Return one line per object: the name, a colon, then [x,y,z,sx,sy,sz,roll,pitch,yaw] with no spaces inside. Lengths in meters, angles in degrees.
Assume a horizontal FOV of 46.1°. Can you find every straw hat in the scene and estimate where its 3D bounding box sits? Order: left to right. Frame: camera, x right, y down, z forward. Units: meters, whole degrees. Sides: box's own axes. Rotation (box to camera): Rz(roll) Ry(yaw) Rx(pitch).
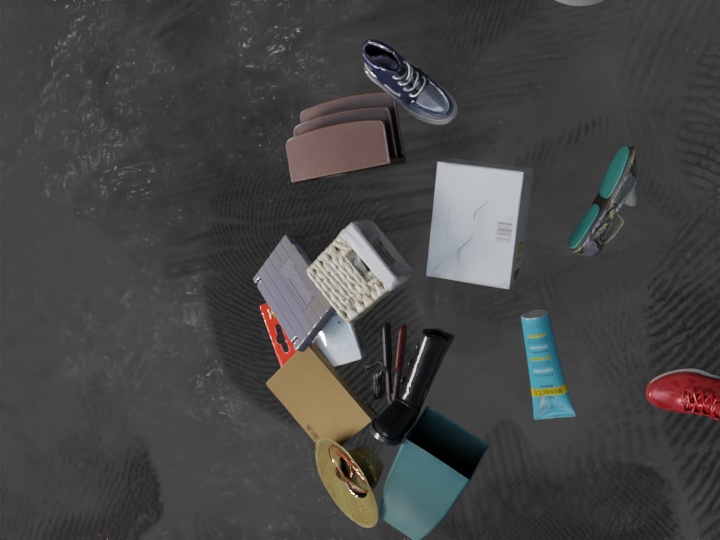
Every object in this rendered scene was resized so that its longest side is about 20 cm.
straw hat: [0.000,0.397,1.672,0.200,0.085,0.203,34,140,34]

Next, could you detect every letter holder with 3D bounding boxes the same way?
letter holder: [-0.032,-0.250,1.562,0.197,0.100,0.145,-8,95,21]

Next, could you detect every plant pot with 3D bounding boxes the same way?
plant pot: [0.125,0.398,1.610,0.140,0.141,0.202,31,116,12]

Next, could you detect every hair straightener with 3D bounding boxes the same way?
hair straightener: [0.047,0.198,1.654,0.076,0.041,0.203,8,107,19]

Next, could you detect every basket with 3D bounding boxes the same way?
basket: [0.000,0.000,1.524,0.123,0.200,0.136,-40,86,11]

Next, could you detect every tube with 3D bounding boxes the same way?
tube: [0.335,0.174,1.538,0.076,0.050,0.203,-8,103,29]

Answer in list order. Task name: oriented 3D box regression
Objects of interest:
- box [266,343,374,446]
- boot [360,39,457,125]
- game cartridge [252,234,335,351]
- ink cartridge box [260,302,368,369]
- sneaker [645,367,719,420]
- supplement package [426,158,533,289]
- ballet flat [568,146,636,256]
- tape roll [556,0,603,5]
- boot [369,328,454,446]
box: [-0.083,0.258,1.692,0.200,0.021,0.163,49,127,5]
boot: [0.083,-0.332,1.500,0.199,0.090,0.073,33,90,11]
game cartridge: [-0.125,0.040,1.644,0.130,0.038,0.201,-48,55,18]
ink cartridge box: [-0.100,0.119,1.683,0.197,0.047,0.162,-19,93,21]
sneaker: [0.579,0.215,1.414,0.197,0.115,0.080,-5,98,21]
supplement package: [0.212,-0.087,1.495,0.153,0.111,0.204,9,104,19]
ballet flat: [0.428,-0.112,1.444,0.071,0.072,0.202,30,109,12]
tape roll: [0.351,-0.533,1.346,0.199,0.139,0.206,4,101,20]
boot: [0.097,0.208,1.557,0.065,0.165,0.202,29,105,13]
